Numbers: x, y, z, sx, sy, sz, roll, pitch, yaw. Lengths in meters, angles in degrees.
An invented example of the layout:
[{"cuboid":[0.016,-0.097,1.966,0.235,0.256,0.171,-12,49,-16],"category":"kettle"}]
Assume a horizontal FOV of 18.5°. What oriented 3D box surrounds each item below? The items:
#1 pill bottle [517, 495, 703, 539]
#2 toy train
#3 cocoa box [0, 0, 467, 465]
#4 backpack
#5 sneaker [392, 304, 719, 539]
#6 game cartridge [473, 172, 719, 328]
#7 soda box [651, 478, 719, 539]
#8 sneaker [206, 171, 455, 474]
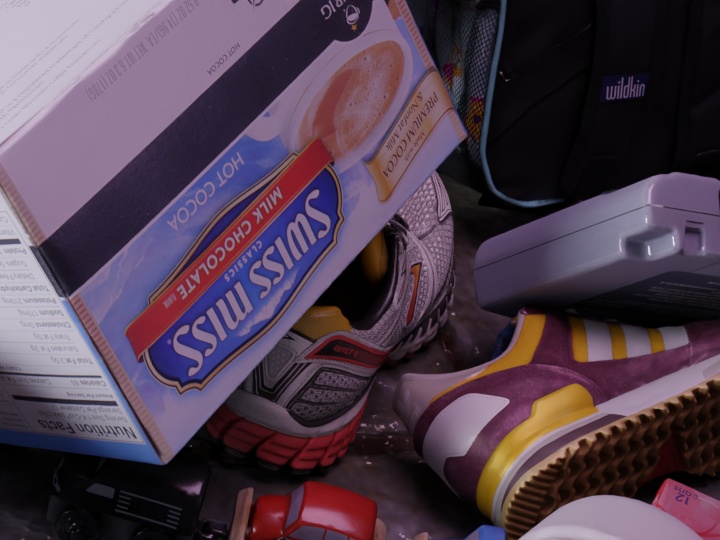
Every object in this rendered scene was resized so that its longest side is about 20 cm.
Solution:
[{"cuboid":[0.039,0.153,0.688,0.114,0.115,0.200,32,37,22],"category":"pill bottle"},{"cuboid":[-0.015,0.098,0.803,0.199,0.046,0.034,15,34,-3],"category":"toy train"},{"cuboid":[-0.082,-0.044,0.817,0.133,0.132,0.200,1,39,45],"category":"cocoa box"},{"cuboid":[0.108,-0.143,1.061,0.175,0.201,0.153,-5,23,-25],"category":"backpack"},{"cuboid":[0.106,0.043,0.910,0.199,0.075,0.090,-16,46,-41],"category":"sneaker"},{"cuboid":[0.154,0.000,0.939,0.199,0.133,0.042,7,77,-34],"category":"game cartridge"},{"cuboid":[0.184,0.154,0.794,0.199,0.064,0.070,24,35,9],"category":"soda box"},{"cuboid":[0.000,0.000,0.917,0.077,0.083,0.200,20,34,5],"category":"sneaker"}]
